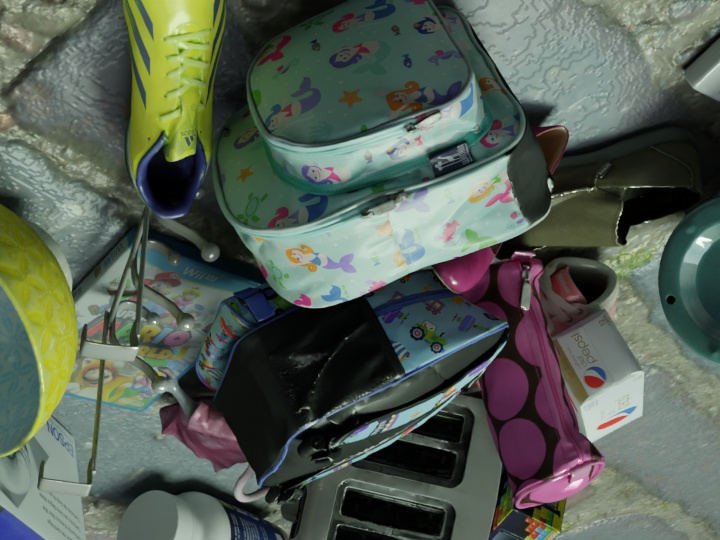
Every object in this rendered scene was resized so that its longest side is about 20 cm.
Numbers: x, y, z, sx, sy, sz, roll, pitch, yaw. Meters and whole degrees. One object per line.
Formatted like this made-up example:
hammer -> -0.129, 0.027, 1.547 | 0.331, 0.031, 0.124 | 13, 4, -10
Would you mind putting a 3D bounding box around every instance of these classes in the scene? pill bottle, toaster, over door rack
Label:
pill bottle -> -0.165, 0.302, 1.204 | 0.111, 0.111, 0.200 | -30, 142, 17
toaster -> 0.037, 0.193, 0.993 | 0.200, 0.181, 0.119 | 13, 170, 4
over door rack -> -0.152, 0.044, 0.773 | 0.067, 0.200, 0.148 | 19, 126, -8

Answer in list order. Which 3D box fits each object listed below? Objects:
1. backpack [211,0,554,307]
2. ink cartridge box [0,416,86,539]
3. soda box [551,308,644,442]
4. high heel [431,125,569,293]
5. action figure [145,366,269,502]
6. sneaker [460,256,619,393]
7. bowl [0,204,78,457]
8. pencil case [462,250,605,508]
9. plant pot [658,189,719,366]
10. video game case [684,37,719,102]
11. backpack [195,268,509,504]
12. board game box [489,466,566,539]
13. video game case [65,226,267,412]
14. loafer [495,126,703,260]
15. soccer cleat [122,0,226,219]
backpack -> 0.002, -0.077, 0.722 | 0.200, 0.178, 0.151 | -27, 133, 8
ink cartridge box -> -0.286, 0.188, 0.931 | 0.041, 0.200, 0.200 | -20, 144, 3
soda box -> 0.219, 0.104, 1.043 | 0.064, 0.068, 0.200 | -29, 158, 2
high heel -> 0.099, -0.054, 0.804 | 0.096, 0.200, 0.067 | -29, 110, 24
action figure -> -0.107, 0.135, 0.974 | 0.134, 0.149, 0.200 | -21, 175, -24
sneaker -> 0.147, 0.043, 1.023 | 0.200, 0.075, 0.105 | -17, 150, -15
bowl -> -0.265, 0.020, 0.778 | 0.200, 0.200, 0.108 | -51, 175, 37
pencil case -> 0.138, 0.087, 0.915 | 0.091, 0.200, 0.094 | -3, 156, -32
plant pot -> 0.343, 0.003, 0.908 | 0.188, 0.200, 0.200 | -4, 145, -48
video game case -> 0.382, -0.180, 0.874 | 0.200, 0.024, 0.182 | 15, 133, -36
backpack -> 0.000, 0.062, 0.824 | 0.200, 0.135, 0.183 | -25, 165, -23
board game box -> 0.161, 0.220, 1.163 | 0.057, 0.200, 0.165 | 27, 133, -3
video game case -> -0.186, 0.049, 0.943 | 0.143, 0.018, 0.200 | 22, 128, -40
loafer -> 0.190, -0.054, 0.920 | 0.200, 0.070, 0.075 | -22, 144, 6
soccer cleat -> -0.115, -0.115, 0.703 | 0.065, 0.084, 0.200 | -5, 142, -17
